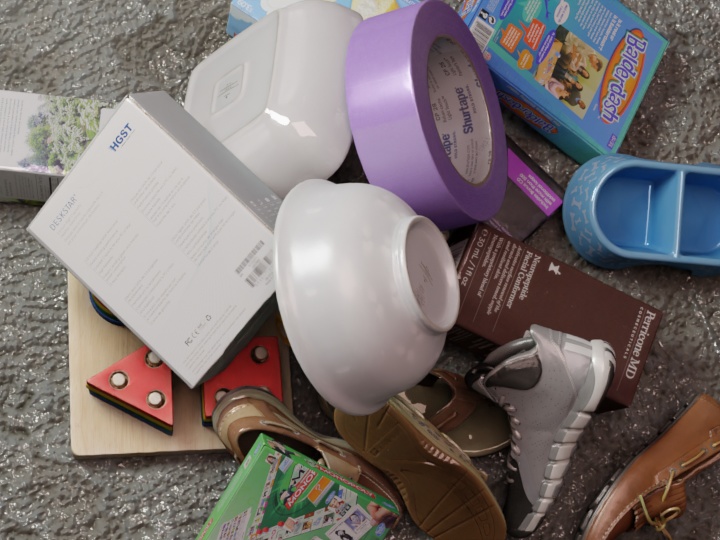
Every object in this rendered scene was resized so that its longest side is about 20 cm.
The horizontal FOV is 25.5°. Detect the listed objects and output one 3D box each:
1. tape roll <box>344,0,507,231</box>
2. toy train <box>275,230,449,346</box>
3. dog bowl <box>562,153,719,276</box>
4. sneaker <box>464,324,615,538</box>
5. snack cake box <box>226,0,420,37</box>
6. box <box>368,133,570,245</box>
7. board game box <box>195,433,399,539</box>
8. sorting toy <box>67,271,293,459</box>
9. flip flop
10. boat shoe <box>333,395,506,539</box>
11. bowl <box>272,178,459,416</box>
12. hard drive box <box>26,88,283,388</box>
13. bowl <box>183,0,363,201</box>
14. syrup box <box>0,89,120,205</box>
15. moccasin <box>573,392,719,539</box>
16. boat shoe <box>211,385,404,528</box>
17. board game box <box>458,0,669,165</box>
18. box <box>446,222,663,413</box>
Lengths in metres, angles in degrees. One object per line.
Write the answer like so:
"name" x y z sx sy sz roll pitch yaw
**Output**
"tape roll" 0.061 -0.134 1.405 0.066 0.200 0.200 -12 71 26
"toy train" 0.000 0.000 1.415 0.150 0.056 0.200 6 54 3
"dog bowl" 0.295 -0.053 1.517 0.200 0.050 0.112 5 88 -13
"sneaker" 0.136 0.133 1.406 0.115 0.075 0.200 21 107 -4
"snack cake box" -0.016 -0.230 1.541 0.200 0.067 0.115 34 69 3
"box" 0.081 -0.053 1.514 0.143 0.036 0.200 44 73 7
"board game box" -0.076 0.252 1.333 0.135 0.029 0.200 30 98 -15
"sorting toy" -0.162 0.060 1.425 0.199 0.070 0.200 -2 73 -9
"flip flop" 0.061 0.119 1.444 0.200 0.058 0.081 11 71 -4
"boat shoe" 0.058 0.168 1.404 0.073 0.063 0.200 -36 105 17
"bowl" 0.019 0.012 1.285 0.090 0.201 0.201 -16 71 27
"hard drive box" -0.154 -0.028 1.337 0.200 0.077 0.156 44 110 6
"bowl" -0.090 -0.144 1.417 0.075 0.200 0.200 33 47 -34
"syrup box" -0.267 -0.107 1.458 0.200 0.081 0.079 5 70 -6
"moccasin" 0.271 0.200 1.446 0.201 0.074 0.078 -38 73 -27
"boat shoe" -0.044 0.177 1.373 0.200 0.072 0.076 33 101 -22
"board game box" 0.190 -0.216 1.543 0.200 0.045 0.152 35 69 -18
"box" 0.164 0.045 1.455 0.200 0.075 0.100 25 74 -13
